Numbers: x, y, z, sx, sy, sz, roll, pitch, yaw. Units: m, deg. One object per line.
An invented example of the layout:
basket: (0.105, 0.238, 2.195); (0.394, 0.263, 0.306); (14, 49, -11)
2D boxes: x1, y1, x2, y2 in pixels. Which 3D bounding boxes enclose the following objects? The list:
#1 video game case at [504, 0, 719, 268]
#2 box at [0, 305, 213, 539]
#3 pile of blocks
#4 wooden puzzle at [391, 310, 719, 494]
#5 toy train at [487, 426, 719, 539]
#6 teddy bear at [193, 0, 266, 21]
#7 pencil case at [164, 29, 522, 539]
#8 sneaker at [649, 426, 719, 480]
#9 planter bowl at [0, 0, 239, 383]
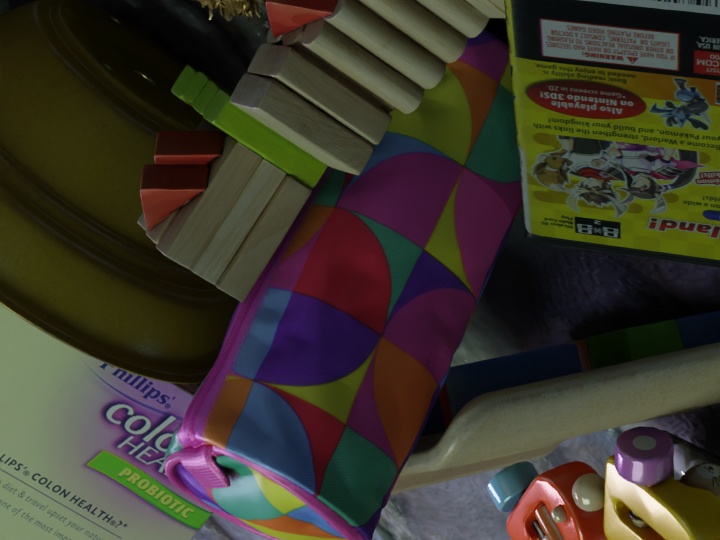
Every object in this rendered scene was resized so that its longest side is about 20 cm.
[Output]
video game case: (0.144, -0.054, 0.641); (0.199, 0.026, 0.181); (8, 149, 13)
box: (-0.167, 0.078, 0.899); (0.175, 0.200, 0.097); (32, -162, -21)
pile of blocks: (-0.017, -0.078, 0.705); (0.062, 0.082, 0.200); (32, 117, -30)
wooden puzzle: (0.060, 0.054, 0.859); (0.200, 0.184, 0.047); (-26, 76, 58)
toy train: (0.129, 0.138, 0.834); (0.201, 0.055, 0.151); (58, 152, 26)
teddy bear: (-0.105, -0.163, 0.734); (0.199, 0.067, 0.146); (17, 133, 29)
pencil case: (0.000, 0.000, 0.759); (0.088, 0.201, 0.088); (19, 159, 8)
sneaker: (0.158, 0.138, 0.879); (0.074, 0.082, 0.200); (26, -164, -34)
planter bowl: (-0.109, -0.051, 0.862); (0.200, 0.084, 0.201); (37, -164, -12)
